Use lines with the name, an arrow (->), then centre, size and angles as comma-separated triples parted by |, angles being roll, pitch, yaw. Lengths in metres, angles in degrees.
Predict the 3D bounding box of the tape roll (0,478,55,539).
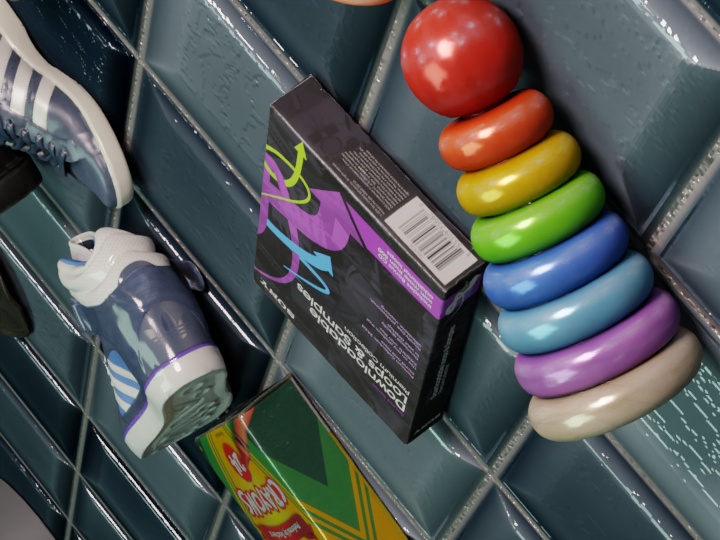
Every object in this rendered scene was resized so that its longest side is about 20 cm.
tape roll -> -0.374, 0.321, 2.493 | 0.200, 0.066, 0.201 | 44, 157, 24

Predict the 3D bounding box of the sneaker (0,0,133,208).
sneaker -> -0.235, -0.105, 1.532 | 0.200, 0.084, 0.075 | 47, 158, 16

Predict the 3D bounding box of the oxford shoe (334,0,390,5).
oxford shoe -> -0.045, -0.202, 1.037 | 0.200, 0.071, 0.073 | 38, 135, 25

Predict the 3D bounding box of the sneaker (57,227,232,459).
sneaker -> -0.157, 0.041, 1.613 | 0.147, 0.080, 0.200 | 58, 163, 12

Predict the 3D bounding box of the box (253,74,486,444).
box -> 0.000, 0.000, 1.268 | 0.143, 0.036, 0.200 | 47, 159, 18

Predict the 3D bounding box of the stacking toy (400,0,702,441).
stacking toy -> 0.075, -0.028, 1.020 | 0.201, 0.085, 0.085 | 63, 157, -9

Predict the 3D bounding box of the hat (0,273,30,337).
hat -> -0.377, 0.000, 1.992 | 0.201, 0.081, 0.201 | 43, 155, 26

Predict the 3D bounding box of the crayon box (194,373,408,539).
crayon box -> -0.024, 0.174, 1.560 | 0.200, 0.051, 0.127 | 54, 158, -1

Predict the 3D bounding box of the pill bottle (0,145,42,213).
pill bottle -> -0.313, -0.127, 1.624 | 0.201, 0.112, 0.112 | 60, 158, -13
